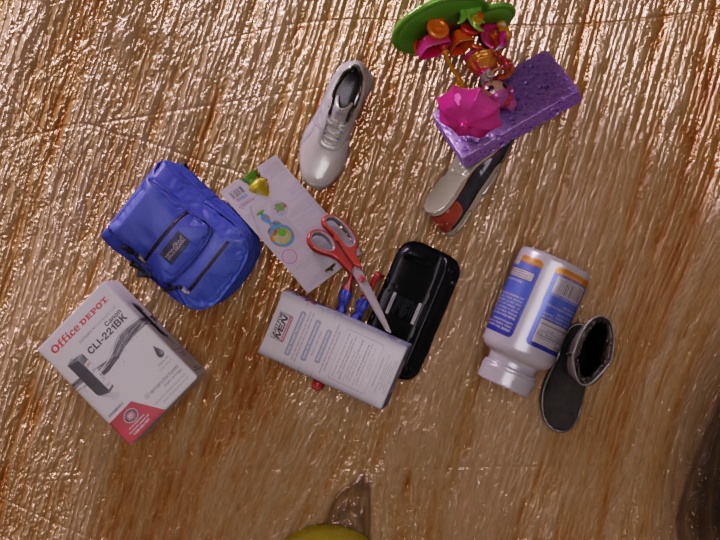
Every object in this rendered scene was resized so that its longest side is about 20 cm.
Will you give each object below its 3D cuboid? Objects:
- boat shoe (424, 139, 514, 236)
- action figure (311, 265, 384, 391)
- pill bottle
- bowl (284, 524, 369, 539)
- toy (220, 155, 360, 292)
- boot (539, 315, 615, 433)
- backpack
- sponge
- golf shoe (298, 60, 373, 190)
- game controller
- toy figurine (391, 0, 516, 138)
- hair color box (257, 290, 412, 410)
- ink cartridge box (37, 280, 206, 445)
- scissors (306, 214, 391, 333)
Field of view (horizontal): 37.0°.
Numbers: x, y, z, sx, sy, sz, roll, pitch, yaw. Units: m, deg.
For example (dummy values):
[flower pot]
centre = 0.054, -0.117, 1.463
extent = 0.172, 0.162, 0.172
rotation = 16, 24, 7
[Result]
[boat shoe]
centre = 0.172, -0.142, 1.602
extent = 0.200, 0.071, 0.063
rotation = -53, 126, -13
[action figure]
centre = -0.027, 0.089, 1.609
extent = 0.065, 0.052, 0.201
rotation = 25, 93, 6
[pill bottle]
centre = 0.247, 0.077, 1.573
extent = 0.111, 0.112, 0.201
rotation = 24, 90, 1
[bowl]
centre = -0.051, 0.481, 1.574
extent = 0.198, 0.108, 0.202
rotation = 0, 89, 1
[toy]
centre = -0.107, -0.064, 1.603
extent = 0.115, 0.047, 0.200
rotation = -37, 84, -30
[boot]
centre = 0.310, 0.151, 1.526
extent = 0.072, 0.200, 0.183
rotation = 9, 90, -2
[backpack]
centre = -0.256, -0.037, 1.557
extent = 0.200, 0.168, 0.163
rotation = 40, 101, -1
[sponge]
centre = 0.215, -0.240, 1.588
extent = 0.199, 0.030, 0.112
rotation = -29, 48, 0
[golf shoe]
centre = -0.042, -0.218, 1.590
extent = 0.078, 0.097, 0.201
rotation = 18, 91, -1
[game controller]
centre = 0.072, 0.060, 1.607
extent = 0.104, 0.042, 0.201
rotation = 23, 89, -7
[toy figurine]
centre = 0.163, -0.280, 1.551
extent = 0.199, 0.150, 0.185
rotation = -11, 73, -24
[hair color box]
centre = -0.036, 0.113, 1.558
extent = 0.199, 0.061, 0.100
rotation = 24, 95, 9
[ink cartridge box]
centre = -0.352, 0.133, 1.594
extent = 0.200, 0.084, 0.144
rotation = 45, 91, 2
[scissors]
centre = 0.000, 0.000, 1.568
extent = 0.073, 0.014, 0.200
rotation = -34, 74, -33
